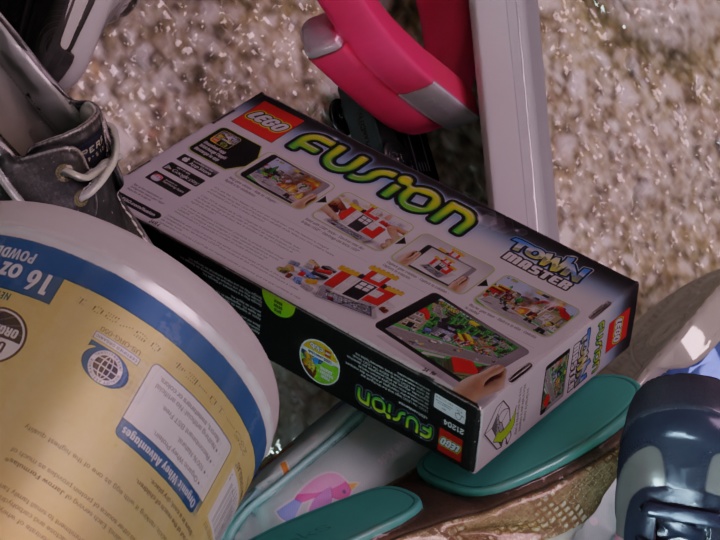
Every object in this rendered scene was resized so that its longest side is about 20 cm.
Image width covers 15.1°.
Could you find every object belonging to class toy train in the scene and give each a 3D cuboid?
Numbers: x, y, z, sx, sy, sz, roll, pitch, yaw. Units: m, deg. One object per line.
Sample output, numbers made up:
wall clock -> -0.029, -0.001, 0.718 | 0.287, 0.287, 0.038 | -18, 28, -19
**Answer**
toy train -> 0.030, 0.009, 1.216 | 0.046, 0.034, 0.201 | -7, 80, -54

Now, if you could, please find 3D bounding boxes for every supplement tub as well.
supplement tub -> -0.129, 0.092, 0.930 | 0.145, 0.144, 0.200 | 42, 56, -22

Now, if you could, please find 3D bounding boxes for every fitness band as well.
fitness band -> 0.004, -0.139, 1.178 | 0.200, 0.037, 0.144 | 37, 39, -58

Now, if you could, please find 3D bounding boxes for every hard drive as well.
hard drive -> 0.070, -0.069, 1.224 | 0.132, 0.027, 0.201 | 59, 25, -74

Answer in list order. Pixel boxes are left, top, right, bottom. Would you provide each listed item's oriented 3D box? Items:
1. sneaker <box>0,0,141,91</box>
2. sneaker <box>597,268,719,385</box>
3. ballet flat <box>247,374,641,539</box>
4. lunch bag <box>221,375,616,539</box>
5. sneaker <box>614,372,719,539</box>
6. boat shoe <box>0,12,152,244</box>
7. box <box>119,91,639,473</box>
sneaker -> -0.074, -0.138, 1.144 | 0.115, 0.076, 0.201 | 35, 54, -25
sneaker -> 0.148, 0.097, 1.253 | 0.111, 0.077, 0.200 | 46, 56, -12
ballet flat -> 0.033, 0.106, 1.055 | 0.200, 0.070, 0.065 | -23, 113, -20
lunch bag -> 0.039, 0.118, 1.121 | 0.200, 0.077, 0.161 | -38, 91, -23
sneaker -> 0.127, 0.133, 1.040 | 0.082, 0.070, 0.200 | -64, 153, -48
boat shoe -> -0.127, -0.037, 1.049 | 0.200, 0.071, 0.072 | 47, 32, -11
box -> 0.000, 0.000, 1.099 | 0.110, 0.200, 0.035 | -34, 141, -41
